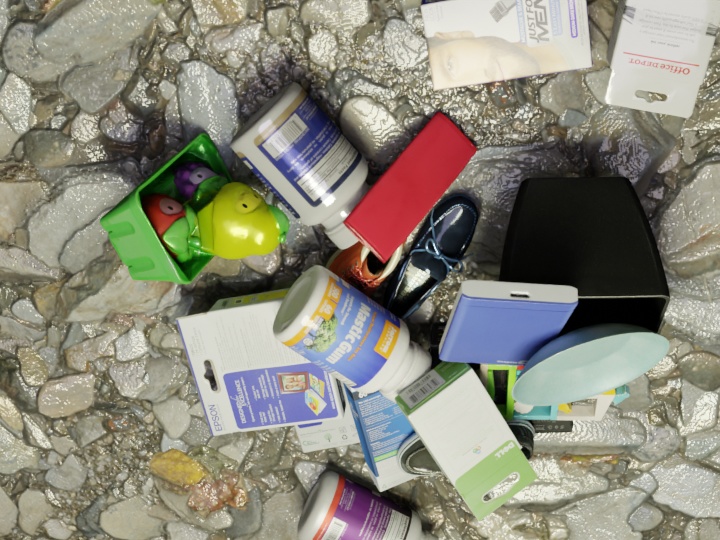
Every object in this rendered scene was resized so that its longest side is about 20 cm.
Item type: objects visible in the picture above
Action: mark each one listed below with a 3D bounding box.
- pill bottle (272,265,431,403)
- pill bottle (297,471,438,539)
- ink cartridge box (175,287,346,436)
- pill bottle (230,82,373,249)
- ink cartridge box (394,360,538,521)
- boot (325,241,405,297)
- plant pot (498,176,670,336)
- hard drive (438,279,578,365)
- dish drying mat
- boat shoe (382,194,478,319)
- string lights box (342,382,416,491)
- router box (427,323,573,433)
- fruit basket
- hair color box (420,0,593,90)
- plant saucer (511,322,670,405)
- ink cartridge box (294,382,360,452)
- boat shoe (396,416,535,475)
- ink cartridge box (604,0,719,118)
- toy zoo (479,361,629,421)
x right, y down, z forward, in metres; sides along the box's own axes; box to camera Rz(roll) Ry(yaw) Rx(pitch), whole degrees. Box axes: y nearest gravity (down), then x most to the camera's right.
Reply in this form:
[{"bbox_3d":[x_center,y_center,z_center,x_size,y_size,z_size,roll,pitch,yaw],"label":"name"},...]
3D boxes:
[{"bbox_3d":[-0.006,0.090,1.448,0.199,0.112,0.112,34,114,-19],"label":"pill bottle"},{"bbox_3d":[0.013,0.389,1.653,0.199,0.113,0.113,27,114,-7],"label":"pill bottle"},{"bbox_3d":[-0.136,0.128,1.548,0.198,0.047,0.200,-7,115,11],"label":"ink cartridge box"},{"bbox_3d":[-0.060,-0.129,1.424,0.119,0.120,0.200,-37,106,20],"label":"pill bottle"},{"bbox_3d":[0.140,0.219,1.449,0.103,0.059,0.201,-35,114,-5],"label":"ink cartridge box"},{"bbox_3d":[0.000,0.000,1.484,0.075,0.108,0.201,29,116,-9],"label":"boot"},{"bbox_3d":[0.270,-0.009,1.387,0.198,0.179,0.200,0,156,7],"label":"plant pot"},{"bbox_3d":[0.170,0.066,1.316,0.130,0.026,0.200,3,155,-2],"label":"hard drive"},{"bbox_3d":[0.065,-0.108,1.412,0.077,0.018,0.200,44,74,-14],"label":"dish drying mat"},{"bbox_3d":[0.099,-0.006,1.489,0.083,0.069,0.201,25,114,-5],"label":"boat shoe"},{"bbox_3d":[0.042,0.202,1.577,0.102,0.059,0.202,-19,112,-11],"label":"string lights box"},{"bbox_3d":[0.197,0.150,1.552,0.198,0.062,0.151,-2,116,7],"label":"router box"},{"bbox_3d":[-0.198,-0.077,1.416,0.214,0.216,0.157,-21,110,15],"label":"fruit basket"},{"bbox_3d":[0.179,-0.293,1.356,0.198,0.065,0.110,-7,114,11],"label":"hair color box"},{"bbox_3d":[0.273,0.107,1.346,0.199,0.039,0.202,-13,153,-7],"label":"plant saucer"},{"bbox_3d":[-0.062,0.164,1.601,0.098,0.039,0.202,-10,114,11],"label":"ink cartridge box"},{"bbox_3d":[0.143,0.248,1.526,0.198,0.071,0.073,-17,110,11],"label":"boat shoe"},{"bbox_3d":[0.365,-0.297,1.330,0.115,0.068,0.202,10,115,2],"label":"ink cartridge box"},{"bbox_3d":[0.257,0.157,1.473,0.197,0.021,0.132,0,140,6],"label":"toy zoo"}]
